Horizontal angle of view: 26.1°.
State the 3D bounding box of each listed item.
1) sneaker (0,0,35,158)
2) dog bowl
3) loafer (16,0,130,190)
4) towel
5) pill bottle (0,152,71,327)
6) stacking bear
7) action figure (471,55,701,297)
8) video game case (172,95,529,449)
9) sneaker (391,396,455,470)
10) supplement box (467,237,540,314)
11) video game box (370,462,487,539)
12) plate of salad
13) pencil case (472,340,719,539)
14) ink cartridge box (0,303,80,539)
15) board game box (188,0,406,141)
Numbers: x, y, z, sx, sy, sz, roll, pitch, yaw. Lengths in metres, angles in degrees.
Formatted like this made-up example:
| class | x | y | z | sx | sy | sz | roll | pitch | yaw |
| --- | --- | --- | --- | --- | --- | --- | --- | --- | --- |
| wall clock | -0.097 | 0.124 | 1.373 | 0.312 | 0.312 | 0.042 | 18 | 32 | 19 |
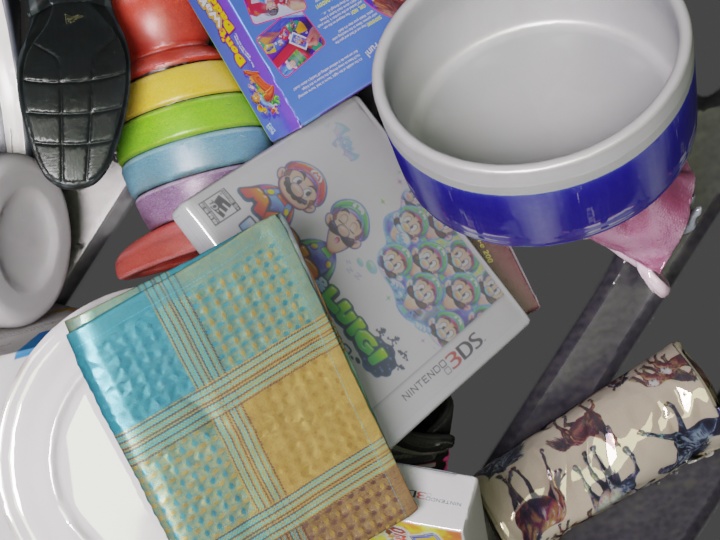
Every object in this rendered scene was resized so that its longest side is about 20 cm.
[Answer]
| class | x | y | z | sx | sy | sz | roll | pitch | yaw |
| --- | --- | --- | --- | --- | --- | --- | --- | --- | --- |
| sneaker | -0.291 | -0.116 | 1.059 | 0.146 | 0.077 | 0.202 | -7 | 105 | 2 |
| dog bowl | 0.112 | -0.115 | 0.988 | 0.200 | 0.200 | 0.079 | -26 | 141 | -4 |
| loafer | -0.189 | -0.142 | 1.018 | 0.073 | 0.072 | 0.200 | 0 | 73 | -12 |
| towel | -0.067 | 0.086 | 0.908 | 0.147 | 0.022 | 0.200 | -27 | 97 | -17 |
| pill bottle | -0.300 | -0.020 | 1.015 | 0.200 | 0.112 | 0.112 | 0 | 97 | 23 |
| stacking bear | -0.122 | -0.109 | 1.061 | 0.121 | 0.114 | 0.200 | -14 | 86 | -39 |
| action figure | 0.132 | -0.063 | 1.087 | 0.200 | 0.134 | 0.149 | -7 | 123 | -30 |
| video game case | 0.000 | 0.000 | 1.014 | 0.200 | 0.024 | 0.182 | 52 | 48 | 1 |
| sneaker | 0.039 | 0.127 | 1.085 | 0.087 | 0.074 | 0.200 | -34 | 129 | 11 |
| supplement box | 0.014 | 0.022 | 1.114 | 0.200 | 0.061 | 0.109 | -27 | 97 | -3 |
| video game box | -0.004 | 0.187 | 1.043 | 0.182 | 0.200 | 0.047 | 6 | 55 | 15 |
| plate of salad | -0.116 | 0.108 | 0.925 | 0.200 | 0.048 | 0.200 | 1 | 87 | -17 |
| pencil case | 0.176 | 0.140 | 1.137 | 0.200 | 0.078 | 0.089 | -32 | 84 | -3 |
| ink cartridge box | -0.228 | 0.111 | 1.009 | 0.147 | 0.200 | 0.145 | -16 | 100 | -24 |
| board game box | -0.012 | -0.194 | 1.053 | 0.200 | 0.045 | 0.134 | -35 | 99 | -30 |
